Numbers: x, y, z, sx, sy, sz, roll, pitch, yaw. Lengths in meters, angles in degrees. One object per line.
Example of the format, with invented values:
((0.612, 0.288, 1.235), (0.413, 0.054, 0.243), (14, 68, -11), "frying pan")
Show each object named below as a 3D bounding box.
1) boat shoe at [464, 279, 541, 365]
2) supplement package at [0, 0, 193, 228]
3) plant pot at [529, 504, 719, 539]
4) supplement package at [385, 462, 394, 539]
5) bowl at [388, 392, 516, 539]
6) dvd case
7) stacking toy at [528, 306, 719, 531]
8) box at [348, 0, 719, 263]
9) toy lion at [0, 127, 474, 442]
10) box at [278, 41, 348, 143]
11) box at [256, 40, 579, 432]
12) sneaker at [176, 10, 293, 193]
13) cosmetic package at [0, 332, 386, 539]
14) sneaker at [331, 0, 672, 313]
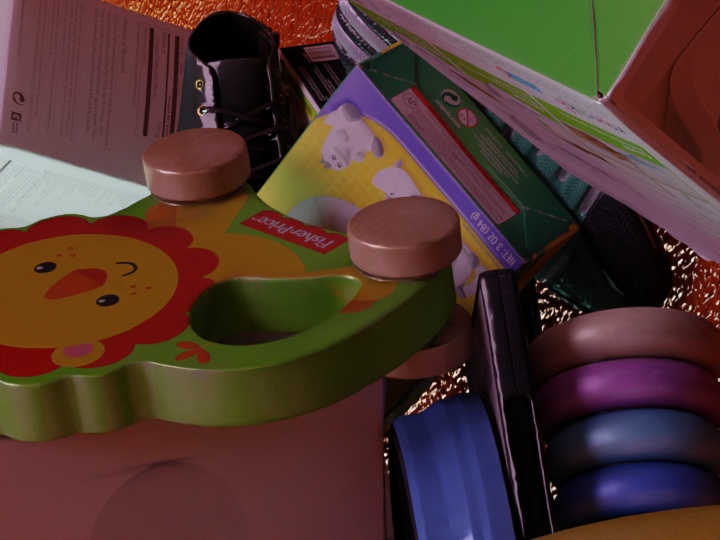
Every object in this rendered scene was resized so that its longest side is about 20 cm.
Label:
((0.067, -0.032, 1.196), (0.075, 0.062, 0.201), (127, 136, -67), "boat shoe")
((-0.133, -0.072, 1.450), (0.114, 0.200, 0.110), (-34, 47, 51), "supplement package")
((0.147, 0.156, 0.828), (0.142, 0.200, 0.200), (-27, 47, 21), "plant pot")
((-0.099, 0.138, 1.306), (0.200, 0.151, 0.151), (-58, 24, 29), "supplement package")
((0.042, 0.153, 1.052), (0.201, 0.039, 0.201), (172, 90, -87), "bowl")
((0.067, 0.114, 1.041), (0.143, 0.017, 0.201), (88, 174, -73), "dvd case")
((0.114, 0.121, 1.015), (0.085, 0.085, 0.201), (-33, 53, 52), "stacking toy")
((0.101, -0.081, 0.904), (0.097, 0.176, 0.200), (-57, 38, 0), "box")
((-0.083, 0.017, 1.033), (0.200, 0.192, 0.069), (19, 128, 40), "toy lion")
((-0.003, -0.034, 1.292), (0.200, 0.035, 0.110), (-122, 27, -64), "box")
((0.000, 0.000, 1.150), (0.117, 0.048, 0.200), (49, 137, 10), "box")
((-0.060, -0.043, 1.288), (0.200, 0.075, 0.106), (-117, 25, -49), "sneaker")
((-0.098, 0.125, 1.103), (0.123, 0.199, 0.201), (-133, 37, -61), "cosmetic package")
((0.081, -0.069, 1.136), (0.200, 0.087, 0.074), (49, 136, 10), "sneaker")
